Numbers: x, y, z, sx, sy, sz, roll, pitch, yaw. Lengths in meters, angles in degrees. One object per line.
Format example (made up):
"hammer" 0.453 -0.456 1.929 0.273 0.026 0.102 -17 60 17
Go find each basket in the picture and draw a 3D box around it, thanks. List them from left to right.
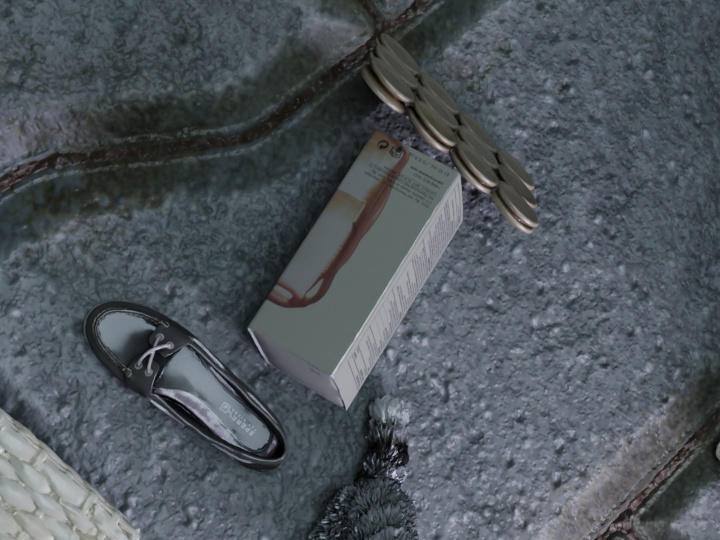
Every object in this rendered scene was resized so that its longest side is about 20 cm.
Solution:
"basket" -0.275 0.179 0.920 0.200 0.123 0.136 43 72 -12

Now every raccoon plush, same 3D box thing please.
"raccoon plush" 0.017 0.205 1.031 0.096 0.134 0.203 0 86 -19

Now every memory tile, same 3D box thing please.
"memory tile" 0.080 -0.119 1.086 0.200 0.154 0.017 43 109 -12

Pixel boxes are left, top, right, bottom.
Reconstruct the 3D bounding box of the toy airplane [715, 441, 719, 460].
"toy airplane" 0.440 0.232 1.155 0.141 0.199 0.200 -35 98 -32

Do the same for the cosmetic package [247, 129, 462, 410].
"cosmetic package" 0.000 0.000 1.048 0.087 0.104 0.201 28 73 15

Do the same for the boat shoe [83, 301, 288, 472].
"boat shoe" -0.135 0.091 1.023 0.200 0.057 0.067 40 74 -13
